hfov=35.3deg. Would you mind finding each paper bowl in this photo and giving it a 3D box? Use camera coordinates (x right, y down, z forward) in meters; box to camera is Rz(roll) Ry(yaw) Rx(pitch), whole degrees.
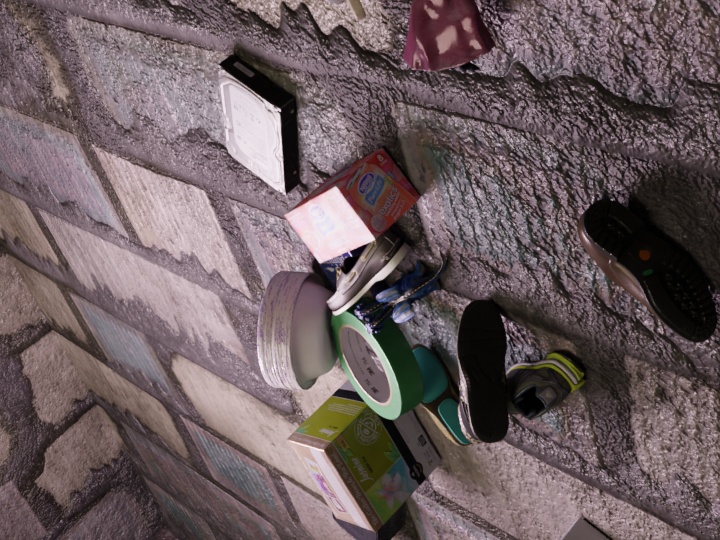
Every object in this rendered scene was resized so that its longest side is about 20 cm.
[{"bbox_3d":[-0.095,0.104,1.938,0.103,0.202,0.202,3,136,16],"label":"paper bowl"}]

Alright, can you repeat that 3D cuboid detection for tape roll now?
[{"bbox_3d":[0.025,0.145,1.852,0.200,0.048,0.201,46,152,33],"label":"tape roll"}]

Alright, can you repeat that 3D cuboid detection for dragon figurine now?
[{"bbox_3d":[0.065,0.040,1.700,0.059,0.099,0.200,51,148,-6],"label":"dragon figurine"}]

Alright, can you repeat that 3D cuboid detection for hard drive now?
[{"bbox_3d":[-0.159,-0.224,1.768,0.139,0.038,0.201,38,153,22],"label":"hard drive"}]

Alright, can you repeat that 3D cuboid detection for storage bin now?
[{"bbox_3d":[0.014,0.496,2.401,0.135,0.094,0.201,35,152,25],"label":"storage bin"}]

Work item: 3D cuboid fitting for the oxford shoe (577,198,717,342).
[{"bbox_3d":[0.329,0.002,1.301,0.200,0.073,0.084,49,170,5],"label":"oxford shoe"}]

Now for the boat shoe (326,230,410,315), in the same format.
[{"bbox_3d":[0.000,0.000,1.748,0.061,0.072,0.201,42,134,-5],"label":"boat shoe"}]

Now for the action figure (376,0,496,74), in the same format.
[{"bbox_3d":[0.089,-0.318,1.230,0.133,0.149,0.202,-7,111,14],"label":"action figure"}]

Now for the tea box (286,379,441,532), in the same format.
[{"bbox_3d":[0.008,0.330,2.070,0.133,0.197,0.201,4,130,55],"label":"tea box"}]

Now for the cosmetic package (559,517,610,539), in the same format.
[{"bbox_3d":[0.409,0.503,1.827,0.199,0.071,0.102,36,151,26],"label":"cosmetic package"}]

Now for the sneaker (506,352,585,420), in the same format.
[{"bbox_3d":[0.242,0.177,1.636,0.074,0.081,0.200,48,154,2],"label":"sneaker"}]

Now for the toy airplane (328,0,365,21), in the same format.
[{"bbox_3d":[-0.054,-0.392,1.260,0.200,0.140,0.201,43,148,55],"label":"toy airplane"}]

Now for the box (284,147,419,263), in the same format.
[{"bbox_3d":[-0.015,-0.092,1.651,0.095,0.103,0.200,53,155,-8],"label":"box"}]

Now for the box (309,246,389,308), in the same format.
[{"bbox_3d":[-0.023,-0.011,1.851,0.121,0.032,0.201,-1,126,57],"label":"box"}]

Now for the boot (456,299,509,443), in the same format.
[{"bbox_3d":[0.173,0.156,1.667,0.154,0.073,0.206,95,171,-77],"label":"boot"}]

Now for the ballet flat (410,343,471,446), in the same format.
[{"bbox_3d":[0.125,0.207,1.882,0.201,0.071,0.071,56,153,-14],"label":"ballet flat"}]
